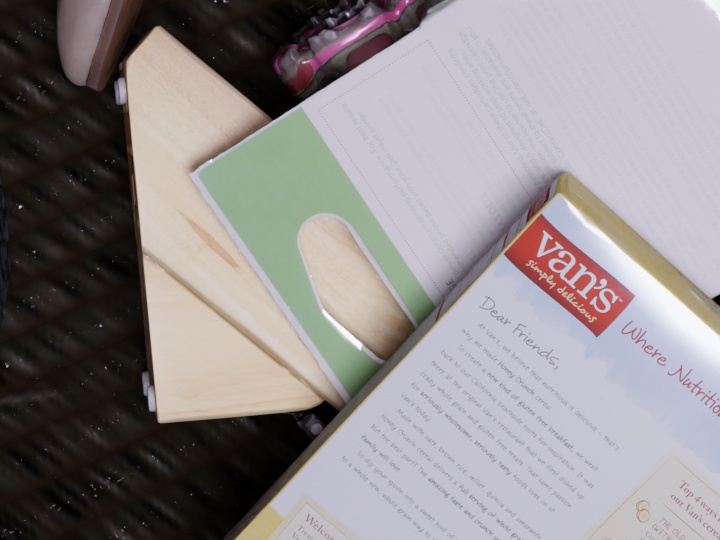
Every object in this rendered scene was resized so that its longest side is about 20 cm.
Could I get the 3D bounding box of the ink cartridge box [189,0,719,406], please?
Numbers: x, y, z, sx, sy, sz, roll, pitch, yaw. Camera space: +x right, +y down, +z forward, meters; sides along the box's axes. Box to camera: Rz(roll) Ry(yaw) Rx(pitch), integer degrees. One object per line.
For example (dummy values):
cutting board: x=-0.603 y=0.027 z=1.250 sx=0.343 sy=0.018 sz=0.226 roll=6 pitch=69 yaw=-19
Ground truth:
ink cartridge box: x=0.061 y=-0.035 z=0.771 sx=0.200 sy=0.048 sz=0.146 roll=-31 pitch=103 yaw=16

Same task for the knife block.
knife block: x=0.000 y=0.000 z=0.820 sx=0.175 sy=0.064 sz=0.200 roll=-6 pitch=96 yaw=-9

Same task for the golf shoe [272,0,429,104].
golf shoe: x=0.070 y=-0.099 z=0.819 sx=0.200 sy=0.073 sz=0.092 roll=-32 pitch=101 yaw=0

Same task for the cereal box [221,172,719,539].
cereal box: x=0.060 y=0.084 z=0.762 sx=0.144 sy=0.040 sz=0.200 roll=42 pitch=107 yaw=-3

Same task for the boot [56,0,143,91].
boot: x=-0.130 y=-0.184 z=0.786 sx=0.146 sy=0.070 sz=0.200 roll=19 pitch=89 yaw=-6

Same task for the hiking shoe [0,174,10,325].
hiking shoe: x=-0.188 y=-0.039 z=0.791 sx=0.101 sy=0.076 sz=0.200 roll=-5 pitch=87 yaw=0
